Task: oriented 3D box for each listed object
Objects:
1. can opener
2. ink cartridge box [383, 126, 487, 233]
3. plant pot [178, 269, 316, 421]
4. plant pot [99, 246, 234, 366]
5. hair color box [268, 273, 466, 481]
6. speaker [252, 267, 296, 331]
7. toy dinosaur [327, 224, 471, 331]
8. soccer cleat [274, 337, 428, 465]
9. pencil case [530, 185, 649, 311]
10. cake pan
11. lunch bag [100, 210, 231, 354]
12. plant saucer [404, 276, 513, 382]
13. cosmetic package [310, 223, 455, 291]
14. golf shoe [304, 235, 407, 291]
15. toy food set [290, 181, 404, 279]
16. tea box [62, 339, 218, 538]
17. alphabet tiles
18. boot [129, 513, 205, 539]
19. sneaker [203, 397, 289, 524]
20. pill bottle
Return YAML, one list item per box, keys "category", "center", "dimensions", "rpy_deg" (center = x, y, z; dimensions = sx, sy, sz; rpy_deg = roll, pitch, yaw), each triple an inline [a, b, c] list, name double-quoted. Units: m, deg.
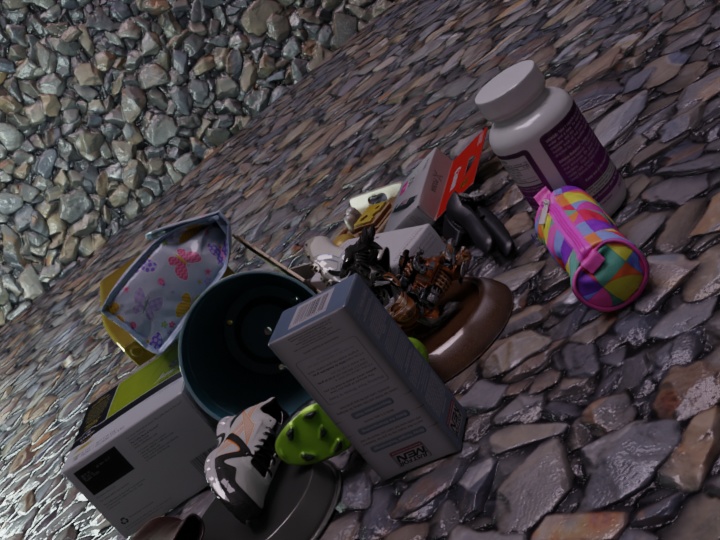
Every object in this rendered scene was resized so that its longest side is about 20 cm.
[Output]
- category: "can opener"
  center: [0.163, -0.058, 1.382]
  dimensions: [0.063, 0.079, 0.200]
  rpy_deg: [-1, 17, -15]
- category: "ink cartridge box"
  center: [0.113, -0.132, 1.569]
  dimensions: [0.174, 0.043, 0.200]
  rpy_deg: [-47, 12, 33]
- category: "plant pot"
  center: [-0.127, 0.093, 1.360]
  dimensions: [0.200, 0.200, 0.188]
  rpy_deg: [-37, 4, 1]
- category: "plant pot"
  center: [-0.298, 0.082, 1.672]
  dimensions: [0.194, 0.196, 0.200]
  rpy_deg: [-34, 26, 11]
- category: "hair color box"
  center: [0.010, 0.110, 1.037]
  dimensions: [0.099, 0.200, 0.061]
  rpy_deg: [-27, 22, 28]
- category: "speaker"
  center: [-0.132, 0.050, 1.604]
  dimensions: [0.081, 0.081, 0.200]
  rpy_deg: [-41, 19, -9]
- category: "toy dinosaur"
  center: [0.037, 0.025, 1.212]
  dimensions: [0.200, 0.136, 0.102]
  rpy_deg: [-34, -18, -32]
- category: "soccer cleat"
  center: [-0.009, 0.146, 1.141]
  dimensions: [0.200, 0.068, 0.081]
  rpy_deg: [-36, 4, -8]
- category: "pencil case"
  center: [0.243, -0.028, 1.119]
  dimensions: [0.088, 0.089, 0.200]
  rpy_deg: [-35, 21, 8]
- category: "cake pan"
  center: [-0.111, 0.271, 1.137]
  dimensions: [0.200, 0.037, 0.201]
  rpy_deg: [-34, 20, 14]
- category: "lunch bag"
  center: [-0.253, 0.003, 1.407]
  dimensions: [0.200, 0.127, 0.170]
  rpy_deg: [-50, 7, -6]
- category: "plant saucer"
  center: [0.091, 0.070, 1.243]
  dimensions: [0.200, 0.032, 0.200]
  rpy_deg: [-34, 20, 14]
- category: "cosmetic package"
  center: [0.029, 0.001, 1.443]
  dimensions: [0.199, 0.074, 0.102]
  rpy_deg: [-11, 33, 54]
- category: "golf shoe"
  center: [0.000, 0.000, 1.345]
  dimensions: [0.097, 0.078, 0.200]
  rpy_deg: [-47, 45, 8]
- category: "toy food set"
  center: [-0.020, -0.068, 1.697]
  dimensions: [0.143, 0.061, 0.200]
  rpy_deg: [-14, 31, 49]
- category: "tea box"
  center: [-0.268, 0.214, 1.393]
  dimensions: [0.199, 0.134, 0.197]
  rpy_deg: [-33, 21, 11]
- category: "alphabet tiles"
  center: [-0.087, 0.012, 1.421]
  dimensions: [0.199, 0.166, 0.006]
  rpy_deg: [32, 84, 31]
- category: "boot"
  center: [-0.254, 0.346, 1.105]
  dimensions: [0.200, 0.072, 0.166]
  rpy_deg: [-54, 9, -29]
- category: "sneaker"
  center: [-0.120, 0.201, 1.143]
  dimensions: [0.080, 0.074, 0.200]
  rpy_deg: [-33, 21, 9]
- category: "pill bottle"
  center: [0.224, -0.147, 1.236]
  dimensions: [0.112, 0.200, 0.112]
  rpy_deg: [-32, 20, 13]
